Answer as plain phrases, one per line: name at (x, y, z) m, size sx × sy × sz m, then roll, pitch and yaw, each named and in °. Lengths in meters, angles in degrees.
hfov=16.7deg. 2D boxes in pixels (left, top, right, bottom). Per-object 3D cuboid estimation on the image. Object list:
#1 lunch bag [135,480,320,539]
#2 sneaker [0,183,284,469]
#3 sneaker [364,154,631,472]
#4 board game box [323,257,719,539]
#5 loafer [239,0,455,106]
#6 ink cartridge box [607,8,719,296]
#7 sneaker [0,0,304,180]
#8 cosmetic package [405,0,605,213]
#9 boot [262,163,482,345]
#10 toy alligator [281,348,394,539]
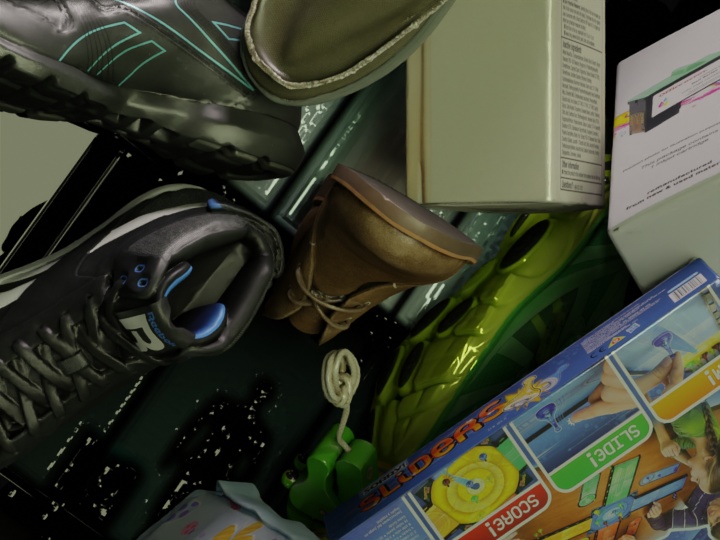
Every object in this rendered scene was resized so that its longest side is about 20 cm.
lunch bag at (-0.066, 0.202, 1.083) m, size 0.127 × 0.169 × 0.201 m, roll 12°, pitch 94°, yaw -22°
sneaker at (-0.123, 0.030, 1.067) m, size 0.200 × 0.112 × 0.073 m, roll -39°, pitch 109°, yaw -16°
sneaker at (0.083, 0.032, 1.183) m, size 0.200 × 0.074 × 0.084 m, roll -46°, pitch 108°, yaw -14°
board game box at (0.103, 0.107, 1.062) m, size 0.200 × 0.034 × 0.136 m, roll -34°, pitch 107°, yaw 3°
loafer at (0.021, -0.148, 1.047) m, size 0.200 × 0.070 × 0.075 m, roll -42°, pitch 78°, yaw 13°
ink cartridge box at (0.186, -0.021, 1.155) m, size 0.084 × 0.200 × 0.145 m, roll -26°, pitch 111°, yaw 19°
sneaker at (-0.111, -0.100, 1.090) m, size 0.199 × 0.075 × 0.080 m, roll 18°, pitch 78°, yaw -33°
cosmetic package at (0.068, -0.128, 1.123) m, size 0.073 × 0.103 × 0.201 m, roll -1°, pitch 88°, yaw 19°
boot at (0.000, 0.000, 1.075) m, size 0.073 × 0.200 × 0.076 m, roll 35°, pitch 84°, yaw -5°
toy alligator at (-0.013, 0.110, 1.141) m, size 0.059 × 0.054 × 0.201 m, roll -52°, pitch 141°, yaw -41°
